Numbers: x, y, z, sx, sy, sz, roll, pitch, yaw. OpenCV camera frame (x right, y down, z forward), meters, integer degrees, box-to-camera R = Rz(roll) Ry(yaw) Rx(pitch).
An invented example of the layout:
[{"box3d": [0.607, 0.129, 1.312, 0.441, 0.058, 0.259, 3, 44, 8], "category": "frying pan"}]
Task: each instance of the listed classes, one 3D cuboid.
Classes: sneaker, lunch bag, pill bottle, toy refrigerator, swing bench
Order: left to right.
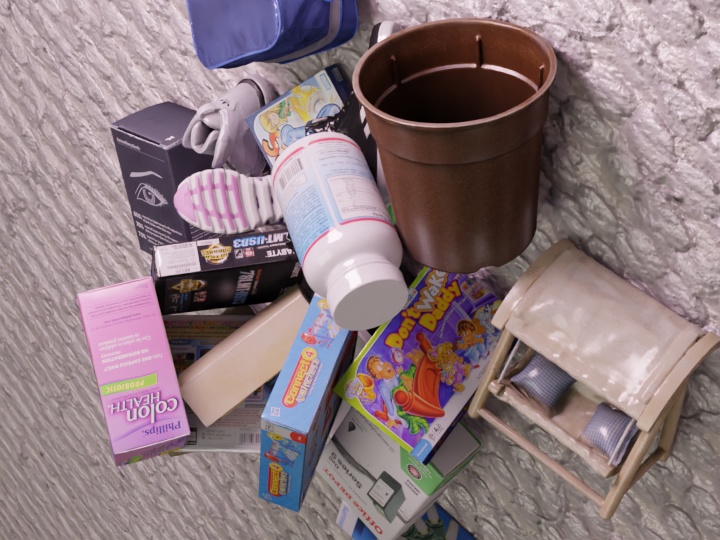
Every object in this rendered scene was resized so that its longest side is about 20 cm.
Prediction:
[{"box3d": [-0.169, -0.149, 1.541, 0.075, 0.114, 0.202, 36, 138, 29], "category": "sneaker"}, {"box3d": [-0.141, -0.085, 1.514, 0.088, 0.198, 0.082, 168, 97, -67], "category": "sneaker"}, {"box3d": [-0.137, 0.110, 1.545, 0.070, 0.199, 0.076, 53, 179, -13], "category": "toy refrigerator"}, {"box3d": [-0.090, -0.306, 1.335, 0.199, 0.131, 0.138, -3, 98, 50], "category": "lunch bag"}, {"box3d": [-0.019, -0.041, 1.263, 0.109, 0.107, 0.201, 111, 147, -47], "category": "pill bottle"}, {"box3d": [-0.011, -0.181, 1.341, 0.111, 0.073, 0.202, 9, 117, 17], "category": "sneaker"}, {"box3d": [0.240, 0.111, 1.261, 0.198, 0.129, 0.202, 35, 137, 27], "category": "swing bench"}]

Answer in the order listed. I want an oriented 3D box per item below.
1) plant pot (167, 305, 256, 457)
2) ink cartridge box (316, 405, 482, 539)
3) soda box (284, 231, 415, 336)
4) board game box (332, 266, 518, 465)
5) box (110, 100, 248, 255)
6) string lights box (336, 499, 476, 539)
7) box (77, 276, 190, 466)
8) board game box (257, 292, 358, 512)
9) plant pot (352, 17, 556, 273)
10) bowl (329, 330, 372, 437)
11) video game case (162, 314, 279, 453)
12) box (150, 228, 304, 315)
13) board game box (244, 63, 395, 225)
[{"box3d": [-0.208, 0.171, 1.697, 0.188, 0.199, 0.188, 56, 167, 19], "category": "plant pot"}, {"box3d": [0.042, 0.231, 1.486, 0.146, 0.084, 0.201, 46, 141, 14], "category": "ink cartridge box"}, {"box3d": [0.000, 0.000, 1.428, 0.070, 0.064, 0.200, -22, 124, 32], "category": "soda box"}, {"box3d": [0.081, 0.101, 1.374, 0.134, 0.201, 0.045, 36, 176, 16], "category": "board game box"}, {"box3d": [-0.248, -0.114, 1.656, 0.147, 0.104, 0.202, 25, 132, 43], "category": "box"}, {"box3d": [0.073, 0.371, 1.654, 0.199, 0.102, 0.059, 39, 140, 22], "category": "string lights box"}, {"box3d": [-0.288, 0.132, 1.515, 0.176, 0.096, 0.202, 129, 125, -73], "category": "box"}, {"box3d": [-0.060, 0.150, 1.417, 0.055, 0.201, 0.197, 17, 143, 7], "category": "board game box"}, {"box3d": [0.100, -0.119, 1.215, 0.199, 0.200, 0.200, 26, 140, 34], "category": "plant pot"}, {"box3d": [0.016, 0.157, 1.589, 0.201, 0.074, 0.199, 57, 143, 2], "category": "bowl"}, {"box3d": [-0.182, 0.152, 1.606, 0.197, 0.024, 0.185, 0, 82, 10], "category": "video game case"}, {"box3d": [-0.171, 0.004, 1.549, 0.200, 0.196, 0.050, 124, 138, -70], "category": "box"}, {"box3d": [-0.038, -0.128, 1.445, 0.135, 0.034, 0.201, -26, 96, 32], "category": "board game box"}]
